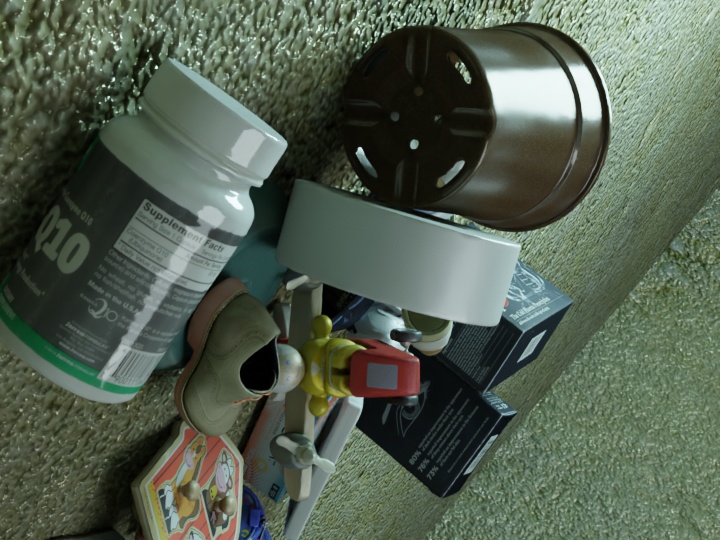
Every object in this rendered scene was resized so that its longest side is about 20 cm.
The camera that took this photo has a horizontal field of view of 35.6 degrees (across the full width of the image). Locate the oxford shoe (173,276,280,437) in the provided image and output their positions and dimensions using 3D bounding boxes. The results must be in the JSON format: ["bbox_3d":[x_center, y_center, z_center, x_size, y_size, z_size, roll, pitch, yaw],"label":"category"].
[{"bbox_3d":[-0.111,0.095,0.966,0.071,0.074,0.201,-40,158,-33],"label":"oxford shoe"}]

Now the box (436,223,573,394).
[{"bbox_3d":[0.152,0.043,1.459,0.199,0.182,0.105,-20,143,-60],"label":"box"}]

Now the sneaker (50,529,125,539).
[{"bbox_3d":[-0.256,0.313,1.074,0.070,0.108,0.200,-56,162,10],"label":"sneaker"}]

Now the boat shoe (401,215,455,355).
[{"bbox_3d":[0.068,-0.004,1.227,0.069,0.074,0.202,83,9,-60],"label":"boat shoe"}]

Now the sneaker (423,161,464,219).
[{"bbox_3d":[0.103,-0.135,1.210,0.201,0.072,0.071,-54,155,-26],"label":"sneaker"}]

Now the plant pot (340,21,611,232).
[{"bbox_3d":[0.097,-0.133,1.005,0.197,0.200,0.201,-6,131,-57],"label":"plant pot"}]

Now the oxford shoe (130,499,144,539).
[{"bbox_3d":[-0.209,0.278,1.195,0.075,0.070,0.200,-43,159,-7],"label":"oxford shoe"}]

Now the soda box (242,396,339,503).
[{"bbox_3d":[-0.077,0.174,1.314,0.064,0.068,0.201,-41,161,-54],"label":"soda box"}]

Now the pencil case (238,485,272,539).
[{"bbox_3d":[-0.152,0.328,1.401,0.201,0.086,0.079,91,12,-63],"label":"pencil case"}]

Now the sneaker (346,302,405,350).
[{"bbox_3d":[0.044,0.023,1.286,0.200,0.074,0.116,-66,-179,-69],"label":"sneaker"}]

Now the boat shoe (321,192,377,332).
[{"bbox_3d":[0.000,0.000,1.169,0.068,0.084,0.201,-28,148,-45],"label":"boat shoe"}]

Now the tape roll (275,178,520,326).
[{"bbox_3d":[0.031,-0.016,0.941,0.202,0.200,0.072,3,104,-68],"label":"tape roll"}]

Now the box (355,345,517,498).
[{"bbox_3d":[0.092,0.194,1.566,0.149,0.200,0.104,-53,162,8],"label":"box"}]

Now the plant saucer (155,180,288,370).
[{"bbox_3d":[-0.120,0.015,0.973,0.200,0.036,0.201,-46,161,-21],"label":"plant saucer"}]

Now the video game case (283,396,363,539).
[{"bbox_3d":[-0.041,0.206,1.397,0.182,0.023,0.202,-81,-165,-69],"label":"video game case"}]

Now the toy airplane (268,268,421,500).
[{"bbox_3d":[-0.054,0.086,1.064,0.140,0.201,0.199,1,139,-52],"label":"toy airplane"}]

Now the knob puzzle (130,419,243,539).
[{"bbox_3d":[-0.155,0.243,1.147,0.219,0.030,0.223,-4,90,-70],"label":"knob puzzle"}]

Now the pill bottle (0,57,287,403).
[{"bbox_3d":[-0.140,-0.026,0.721,0.201,0.113,0.113,-55,162,6],"label":"pill bottle"}]
